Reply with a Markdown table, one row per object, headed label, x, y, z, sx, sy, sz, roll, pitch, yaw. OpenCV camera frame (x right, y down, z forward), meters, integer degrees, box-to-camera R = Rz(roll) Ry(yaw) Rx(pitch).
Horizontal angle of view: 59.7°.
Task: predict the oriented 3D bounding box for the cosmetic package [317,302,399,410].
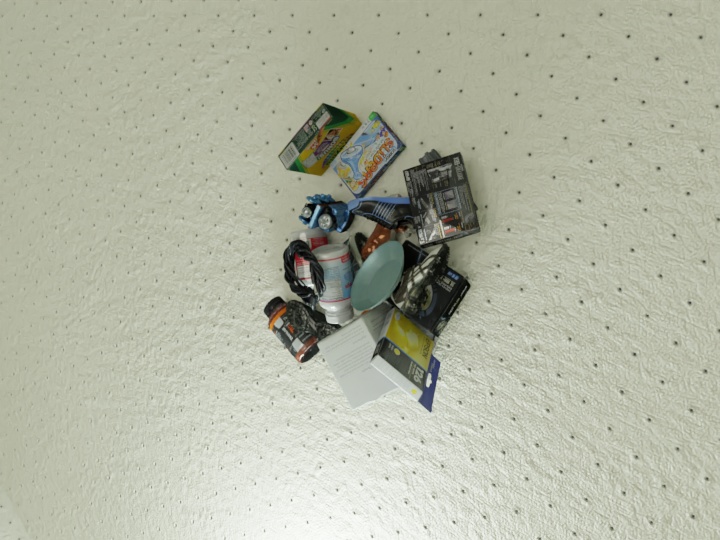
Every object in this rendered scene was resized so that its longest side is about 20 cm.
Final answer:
| label | x | y | z | sx | sy | sz | roll | pitch | yaw |
| --- | --- | --- | --- | --- | --- | --- | --- | --- | --- |
| cosmetic package | 0.025 | 0.223 | 1.654 | 0.163 | 0.164 | 0.203 | -30 | 88 | 28 |

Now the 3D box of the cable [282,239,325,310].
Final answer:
| label | x | y | z | sx | sy | sz | roll | pitch | yaw |
| --- | --- | --- | --- | --- | --- | --- | --- | --- | --- |
| cable | -0.161 | -0.001 | 1.709 | 0.201 | 0.050 | 0.165 | 53 | 147 | 33 |

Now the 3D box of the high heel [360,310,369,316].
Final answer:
| label | x | y | z | sx | sy | sz | roll | pitch | yaw |
| --- | --- | --- | --- | --- | --- | --- | --- | --- | --- |
| high heel | 0.025 | 0.178 | 1.781 | 0.095 | 0.067 | 0.201 | 36 | 99 | -8 |

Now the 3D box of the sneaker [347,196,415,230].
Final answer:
| label | x | y | z | sx | sy | sz | roll | pitch | yaw |
| --- | --- | --- | --- | --- | --- | --- | --- | --- | --- |
| sneaker | 0.059 | -0.148 | 1.649 | 0.195 | 0.070 | 0.080 | 0 | 80 | 13 |

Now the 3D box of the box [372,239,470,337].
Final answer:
| label | x | y | z | sx | sy | sz | roll | pitch | yaw |
| --- | --- | --- | --- | --- | --- | --- | --- | --- | --- |
| box | 0.160 | 0.046 | 1.640 | 0.198 | 0.086 | 0.165 | 35 | 90 | 25 |

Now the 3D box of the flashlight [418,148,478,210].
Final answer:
| label | x | y | z | sx | sy | sz | roll | pitch | yaw |
| --- | --- | --- | --- | --- | --- | --- | --- | --- | --- |
| flashlight | 0.223 | -0.218 | 1.625 | 0.068 | 0.068 | 0.202 | -38 | 77 | 14 |

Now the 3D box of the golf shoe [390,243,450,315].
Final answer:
| label | x | y | z | sx | sy | sz | roll | pitch | yaw |
| --- | --- | --- | --- | --- | --- | --- | --- | --- | --- |
| golf shoe | 0.147 | 0.007 | 1.566 | 0.094 | 0.078 | 0.202 | 29 | 79 | 35 |

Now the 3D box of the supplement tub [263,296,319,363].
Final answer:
| label | x | y | z | sx | sy | sz | roll | pitch | yaw |
| --- | --- | --- | --- | --- | --- | --- | --- | --- | --- |
| supplement tub | -0.205 | 0.171 | 1.875 | 0.200 | 0.106 | 0.108 | 45 | 113 | 19 |

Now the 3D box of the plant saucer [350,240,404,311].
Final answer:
| label | x | y | z | sx | sy | sz | roll | pitch | yaw |
| --- | --- | --- | --- | --- | --- | --- | --- | --- | --- |
| plant saucer | 0.053 | 0.021 | 1.599 | 0.200 | 0.038 | 0.204 | -41 | 30 | 30 |

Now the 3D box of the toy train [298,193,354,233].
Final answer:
| label | x | y | z | sx | sy | sz | roll | pitch | yaw |
| --- | --- | --- | --- | --- | --- | --- | --- | --- | --- |
| toy train | -0.091 | -0.156 | 1.740 | 0.113 | 0.200 | 0.088 | 29 | 106 | 13 |

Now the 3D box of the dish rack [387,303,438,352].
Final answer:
| label | x | y | z | sx | sy | sz | roll | pitch | yaw |
| --- | --- | --- | --- | --- | --- | --- | --- | --- | --- |
| dish rack | 0.133 | 0.183 | 1.720 | 0.169 | 0.043 | 0.204 | 26 | 106 | 25 |

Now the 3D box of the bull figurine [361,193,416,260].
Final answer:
| label | x | y | z | sx | sy | sz | roll | pitch | yaw |
| --- | --- | --- | --- | --- | --- | --- | --- | --- | --- |
| bull figurine | 0.081 | -0.105 | 1.710 | 0.120 | 0.065 | 0.203 | 34 | 101 | 21 |

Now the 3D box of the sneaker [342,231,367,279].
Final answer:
| label | x | y | z | sx | sy | sz | roll | pitch | yaw |
| --- | --- | --- | --- | --- | --- | --- | --- | --- | --- |
| sneaker | 0.000 | 0.000 | 1.777 | 0.085 | 0.077 | 0.205 | -23 | 77 | 43 |

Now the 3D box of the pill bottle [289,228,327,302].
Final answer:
| label | x | y | z | sx | sy | sz | roll | pitch | yaw |
| --- | --- | --- | --- | --- | --- | --- | --- | --- | --- |
| pill bottle | -0.141 | -0.015 | 1.822 | 0.110 | 0.112 | 0.206 | -7 | 90 | 29 |

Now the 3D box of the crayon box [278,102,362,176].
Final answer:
| label | x | y | z | sx | sy | sz | roll | pitch | yaw |
| --- | --- | --- | --- | --- | --- | --- | --- | --- | --- |
| crayon box | -0.107 | -0.358 | 1.744 | 0.200 | 0.171 | 0.059 | -44 | 70 | 25 |

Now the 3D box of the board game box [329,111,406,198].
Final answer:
| label | x | y | z | sx | sy | sz | roll | pitch | yaw |
| --- | --- | --- | --- | --- | --- | --- | --- | --- | --- |
| board game box | 0.019 | -0.320 | 1.754 | 0.200 | 0.034 | 0.136 | -48 | 71 | 24 |

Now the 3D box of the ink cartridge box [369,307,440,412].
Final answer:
| label | x | y | z | sx | sy | sz | roll | pitch | yaw |
| --- | --- | --- | --- | --- | --- | --- | --- | --- | --- |
| ink cartridge box | 0.128 | 0.220 | 1.568 | 0.199 | 0.199 | 0.047 | 38 | 123 | -9 |

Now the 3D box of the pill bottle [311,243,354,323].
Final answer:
| label | x | y | z | sx | sy | sz | roll | pitch | yaw |
| --- | --- | --- | --- | --- | --- | --- | --- | --- | --- |
| pill bottle | -0.071 | 0.036 | 1.735 | 0.106 | 0.108 | 0.205 | 1 | 110 | 29 |

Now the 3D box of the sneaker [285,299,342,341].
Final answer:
| label | x | y | z | sx | sy | sz | roll | pitch | yaw |
| --- | --- | --- | --- | --- | --- | --- | --- | --- | --- |
| sneaker | -0.130 | 0.149 | 1.811 | 0.198 | 0.090 | 0.077 | 34 | 108 | 17 |

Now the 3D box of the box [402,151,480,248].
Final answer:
| label | x | y | z | sx | sy | sz | roll | pitch | yaw |
| --- | --- | --- | --- | --- | --- | --- | --- | --- | --- |
| box | 0.202 | -0.175 | 1.570 | 0.154 | 0.050 | 0.205 | -16 | 78 | 15 |
